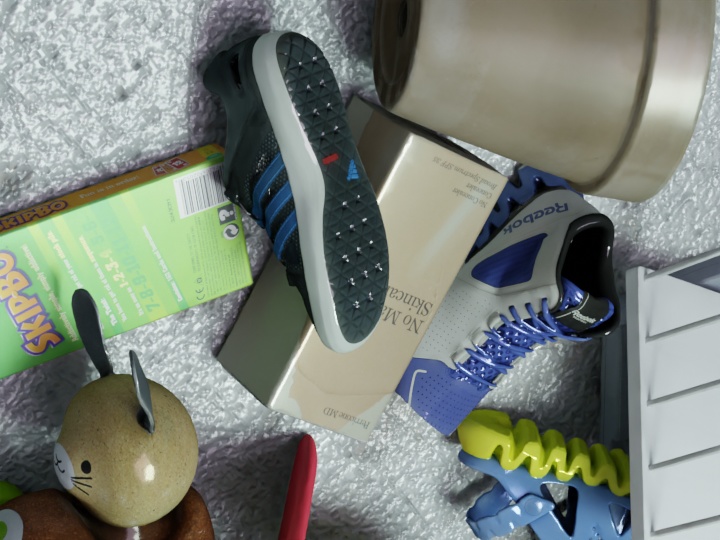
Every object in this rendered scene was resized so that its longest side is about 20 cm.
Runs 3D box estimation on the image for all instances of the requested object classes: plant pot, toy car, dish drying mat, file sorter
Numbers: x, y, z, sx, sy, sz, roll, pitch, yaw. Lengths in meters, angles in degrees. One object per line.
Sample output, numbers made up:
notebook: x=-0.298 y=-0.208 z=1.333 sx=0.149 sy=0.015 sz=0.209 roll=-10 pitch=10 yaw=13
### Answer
plant pot: x=0.104 y=-0.148 z=1.455 sx=0.173 sy=0.200 sz=0.201 roll=4 pitch=111 yaw=-14
toy car: x=-0.160 y=0.121 z=1.412 sx=0.157 sy=0.164 sz=0.201 roll=-10 pitch=121 yaw=-27
dish drying mat: x=-0.046 y=0.178 z=1.509 sx=0.018 sy=0.200 sz=0.077 roll=13 pitch=109 yaw=-1
file sorter: x=0.275 y=0.093 z=1.591 sx=0.138 sy=0.124 sz=0.201 roll=18 pitch=63 yaw=-36

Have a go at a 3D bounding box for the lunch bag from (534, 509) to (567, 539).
lunch bag: x=0.250 y=0.228 z=1.750 sx=0.200 sy=0.117 sz=0.165 roll=-31 pitch=125 yaw=-22

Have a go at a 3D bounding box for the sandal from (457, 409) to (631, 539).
sandal: x=0.154 y=0.166 z=1.648 sx=0.199 sy=0.079 sz=0.087 roll=18 pitch=102 yaw=2

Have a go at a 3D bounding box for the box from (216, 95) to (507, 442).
box: x=0.000 y=0.000 z=1.514 sx=0.095 sy=0.078 sz=0.201 roll=20 pitch=101 yaw=-37

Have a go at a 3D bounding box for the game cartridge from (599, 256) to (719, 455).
game cartridge: x=0.264 y=0.054 z=1.725 sx=0.199 sy=0.042 sz=0.134 roll=-14 pitch=114 yaw=-25

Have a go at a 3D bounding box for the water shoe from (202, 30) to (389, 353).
water shoe: x=-0.040 y=-0.046 z=1.437 sx=0.071 sy=0.079 sz=0.201 roll=-15 pitch=94 yaw=-51

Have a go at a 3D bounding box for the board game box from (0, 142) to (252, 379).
board game box: x=-0.166 y=-0.003 z=1.446 sx=0.199 sy=0.030 sz=0.096 roll=-22 pitch=121 yaw=-24

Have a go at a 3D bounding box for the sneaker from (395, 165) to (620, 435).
sneaker: x=0.106 y=0.027 z=1.566 sx=0.080 sy=0.115 sz=0.200 roll=31 pitch=94 yaw=-36
